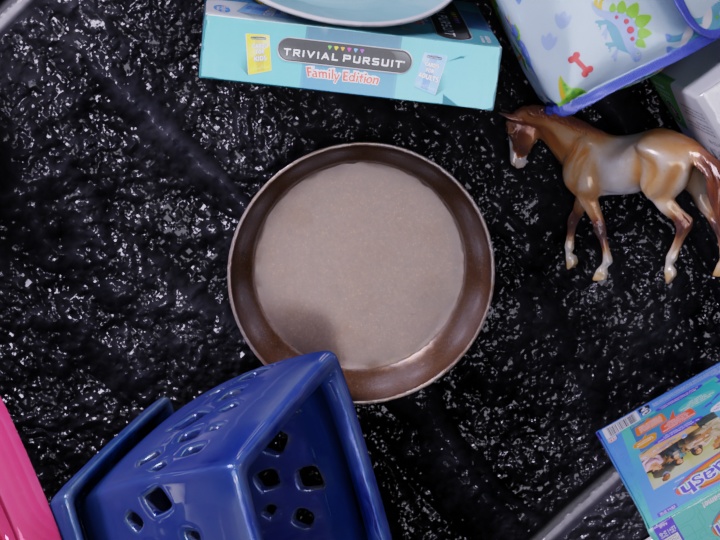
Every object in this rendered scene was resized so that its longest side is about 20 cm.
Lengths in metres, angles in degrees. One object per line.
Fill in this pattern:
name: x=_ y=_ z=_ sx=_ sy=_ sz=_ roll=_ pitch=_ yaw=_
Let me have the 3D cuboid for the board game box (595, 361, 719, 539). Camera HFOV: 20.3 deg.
board game box: x=0.264 y=0.132 z=1.474 sx=0.152 sy=0.200 sz=0.045 roll=-30 pitch=105 yaw=5

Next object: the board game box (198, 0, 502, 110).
board game box: x=-0.011 y=-0.162 z=1.401 sx=0.199 sy=0.151 sz=0.047 roll=5 pitch=108 yaw=-6

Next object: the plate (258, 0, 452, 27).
plate: x=-0.024 y=-0.224 z=1.378 sx=0.199 sy=0.201 sz=0.026 roll=12 pitch=134 yaw=-7

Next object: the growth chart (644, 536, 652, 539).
growth chart: x=0.270 y=0.291 z=1.611 sx=0.145 sy=0.018 sz=0.200 roll=-42 pitch=103 yaw=8

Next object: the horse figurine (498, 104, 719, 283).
horse figurine: x=0.199 y=-0.057 z=1.460 sx=0.199 sy=0.050 sz=0.133 roll=4 pitch=110 yaw=41

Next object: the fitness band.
fitness band: x=-0.261 y=0.162 z=1.461 sx=0.037 sy=0.144 sz=0.201 roll=-21 pitch=76 yaw=-25

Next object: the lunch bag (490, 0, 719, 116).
lunch bag: x=0.187 y=-0.223 z=1.406 sx=0.199 sy=0.127 sz=0.171 roll=-26 pitch=96 yaw=1

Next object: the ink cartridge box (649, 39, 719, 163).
ink cartridge box: x=0.304 y=-0.076 z=1.450 sx=0.084 sy=0.146 sz=0.200 roll=-34 pitch=105 yaw=1

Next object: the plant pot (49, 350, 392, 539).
plant pot: x=-0.102 y=0.193 z=1.460 sx=0.179 sy=0.200 sz=0.201 roll=-9 pitch=107 yaw=25

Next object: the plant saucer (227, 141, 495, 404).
plant saucer: x=0.000 y=0.000 z=1.506 sx=0.199 sy=0.035 sz=0.202 roll=-1 pitch=104 yaw=-4
